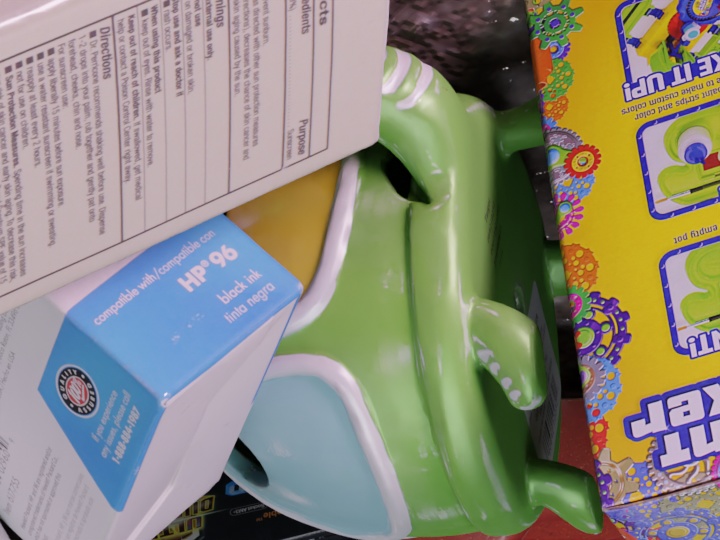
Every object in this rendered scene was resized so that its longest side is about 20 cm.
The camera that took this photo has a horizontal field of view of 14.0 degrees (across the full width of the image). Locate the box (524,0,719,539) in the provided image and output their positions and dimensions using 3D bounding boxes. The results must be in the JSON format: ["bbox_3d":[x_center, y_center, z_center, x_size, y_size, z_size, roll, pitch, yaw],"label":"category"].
[{"bbox_3d":[0.151,0.021,0.924,0.122,0.193,0.200,-17,144,16],"label":"box"}]

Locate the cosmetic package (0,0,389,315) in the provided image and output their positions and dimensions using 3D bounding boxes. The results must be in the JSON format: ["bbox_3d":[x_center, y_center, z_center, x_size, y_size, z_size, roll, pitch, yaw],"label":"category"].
[{"bbox_3d":[-0.097,-0.055,0.780,0.200,0.087,0.103,-24,139,-26],"label":"cosmetic package"}]

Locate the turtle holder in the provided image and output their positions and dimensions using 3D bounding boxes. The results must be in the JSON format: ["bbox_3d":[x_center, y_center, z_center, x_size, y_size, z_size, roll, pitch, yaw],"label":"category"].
[{"bbox_3d":[0.001,0.011,0.930,0.132,0.141,0.186,-5,161,16],"label":"turtle holder"}]

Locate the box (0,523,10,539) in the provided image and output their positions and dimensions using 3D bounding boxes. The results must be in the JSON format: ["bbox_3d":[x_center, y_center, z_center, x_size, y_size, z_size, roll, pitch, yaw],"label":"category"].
[{"bbox_3d":[-0.210,0.049,0.881,0.124,0.097,0.200,-12,113,41],"label":"box"}]

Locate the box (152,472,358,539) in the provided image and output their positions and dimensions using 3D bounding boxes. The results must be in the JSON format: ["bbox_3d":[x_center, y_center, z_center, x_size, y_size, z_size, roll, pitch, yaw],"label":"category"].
[{"bbox_3d":[-0.015,0.136,1.180,0.159,0.046,0.200,-12,146,-3],"label":"box"}]

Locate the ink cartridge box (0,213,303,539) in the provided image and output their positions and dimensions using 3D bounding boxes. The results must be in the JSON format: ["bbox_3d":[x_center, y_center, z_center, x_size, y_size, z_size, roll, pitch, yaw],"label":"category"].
[{"bbox_3d":[-0.123,-0.012,0.889,0.068,0.200,0.116,-39,165,-37],"label":"ink cartridge box"}]

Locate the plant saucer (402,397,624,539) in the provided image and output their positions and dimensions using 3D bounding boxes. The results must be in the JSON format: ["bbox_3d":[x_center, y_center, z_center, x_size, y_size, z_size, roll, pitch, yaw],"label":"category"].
[{"bbox_3d":[0.084,0.124,1.136,0.200,0.037,0.200,0,139,-34],"label":"plant saucer"}]
